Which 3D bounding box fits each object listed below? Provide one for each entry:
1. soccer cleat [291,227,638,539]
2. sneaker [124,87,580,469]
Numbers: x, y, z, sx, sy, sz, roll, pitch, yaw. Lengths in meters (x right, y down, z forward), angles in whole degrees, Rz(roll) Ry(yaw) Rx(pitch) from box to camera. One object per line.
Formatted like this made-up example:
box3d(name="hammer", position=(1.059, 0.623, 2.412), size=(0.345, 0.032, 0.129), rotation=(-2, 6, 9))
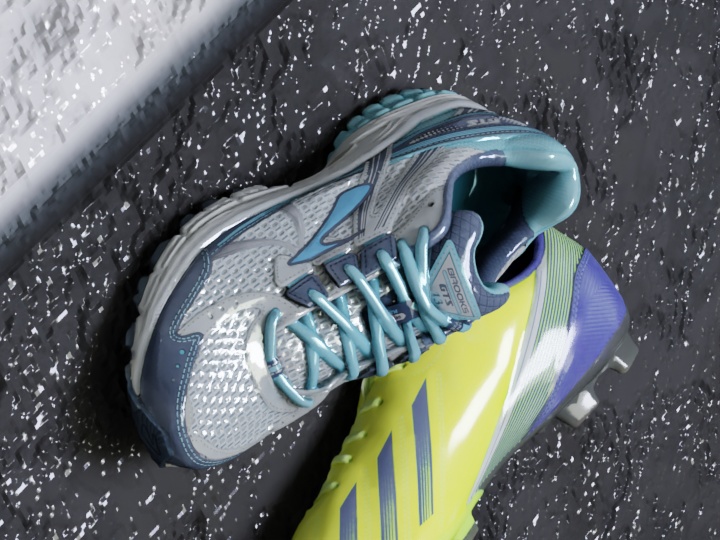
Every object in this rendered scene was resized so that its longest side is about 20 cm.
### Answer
box3d(name="soccer cleat", position=(0.021, 0.058, 1.121), size=(0.084, 0.065, 0.200), rotation=(50, 63, -10))
box3d(name="sneaker", position=(0.000, 0.000, 1.046), size=(0.200, 0.086, 0.078), rotation=(-43, 128, -34))
